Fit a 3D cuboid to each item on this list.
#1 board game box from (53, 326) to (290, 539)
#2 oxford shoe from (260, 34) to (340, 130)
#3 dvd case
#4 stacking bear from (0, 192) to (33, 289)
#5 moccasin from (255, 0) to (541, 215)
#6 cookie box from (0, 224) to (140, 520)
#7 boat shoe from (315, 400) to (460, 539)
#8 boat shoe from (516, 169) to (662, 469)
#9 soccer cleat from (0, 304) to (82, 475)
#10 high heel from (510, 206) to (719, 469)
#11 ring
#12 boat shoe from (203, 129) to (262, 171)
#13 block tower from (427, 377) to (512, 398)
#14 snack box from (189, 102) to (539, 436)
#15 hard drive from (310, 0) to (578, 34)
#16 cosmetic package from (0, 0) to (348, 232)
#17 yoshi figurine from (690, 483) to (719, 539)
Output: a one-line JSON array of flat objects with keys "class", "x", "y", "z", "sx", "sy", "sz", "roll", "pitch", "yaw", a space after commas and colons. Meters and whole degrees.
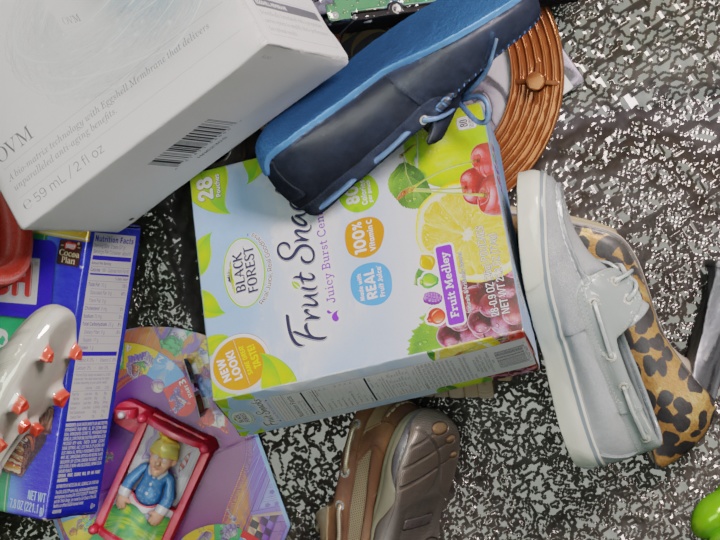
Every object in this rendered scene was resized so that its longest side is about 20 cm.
[{"class": "board game box", "x": -0.145, "y": 0.140, "z": 1.511, "sx": 0.158, "sy": 0.039, "sz": 0.200, "roll": -20, "pitch": 88, "yaw": 8}, {"class": "oxford shoe", "x": -0.056, "y": -0.190, "z": 1.449, "sx": 0.071, "sy": 0.074, "sz": 0.200, "roll": -6, "pitch": 70, "yaw": 31}, {"class": "dvd case", "x": 0.027, "y": -0.130, "z": 1.493, "sx": 0.200, "sy": 0.016, "sz": 0.149, "roll": -35, "pitch": 86, "yaw": 7}, {"class": "stacking bear", "x": -0.314, "y": 0.015, "z": 1.424, "sx": 0.200, "sy": 0.121, "sz": 0.114, "roll": -37, "pitch": 68, "yaw": 27}, {"class": "moccasin", "x": 0.029, "y": -0.109, "z": 1.382, "sx": 0.200, "sy": 0.080, "sz": 0.068, "roll": -32, "pitch": 114, "yaw": 9}, {"class": "cookie box", "x": -0.252, "y": 0.053, "z": 1.492, "sx": 0.171, "sy": 0.075, "sz": 0.200, "roll": 9, "pitch": 92, "yaw": 21}, {"class": "boat shoe", "x": 0.008, "y": 0.176, "z": 1.483, "sx": 0.072, "sy": 0.076, "sz": 0.200, "roll": 25, "pitch": 105, "yaw": 37}, {"class": "boat shoe", "x": 0.147, "y": 0.027, "z": 1.396, "sx": 0.071, "sy": 0.070, "sz": 0.201, "roll": -12, "pitch": 107, "yaw": 12}, {"class": "soccer cleat", "x": -0.249, "y": 0.100, "z": 1.416, "sx": 0.078, "sy": 0.069, "sz": 0.200, "roll": 34, "pitch": 103, "yaw": 19}, {"class": "high heel", "x": 0.144, "y": 0.041, "z": 1.452, "sx": 0.200, "sy": 0.071, "sz": 0.143, "roll": 17, "pitch": 90, "yaw": 0}, {"class": "ring", "x": 0.035, "y": -0.129, "z": 1.475, "sx": 0.200, "sy": 0.019, "sz": 0.201, "roll": 0, "pitch": 92, "yaw": 8}, {"class": "boat shoe", "x": -0.136, "y": -0.135, "z": 1.479, "sx": 0.200, "sy": 0.073, "sz": 0.075, "roll": 40, "pitch": 97, "yaw": 15}, {"class": "block tower", "x": 0.000, "y": 0.046, "z": 1.467, "sx": 0.200, "sy": 0.054, "sz": 0.058, "roll": -1, "pitch": 129, "yaw": 12}, {"class": "snack box", "x": 0.000, "y": 0.000, "z": 1.408, "sx": 0.200, "sy": 0.068, "sz": 0.169, "roll": -15, "pitch": 61, "yaw": 9}, {"class": "hard drive", "x": 0.043, "y": -0.230, "z": 1.429, "sx": 0.200, "sy": 0.038, "sz": 0.140, "roll": -11, "pitch": 82, "yaw": -21}, {"class": "cosmetic package", "x": -0.153, "y": -0.159, "z": 1.360, "sx": 0.199, "sy": 0.123, "sz": 0.200, "roll": -35, "pitch": 76, "yaw": 20}, {"class": "yoshi figurine", "x": 0.300, "y": 0.126, "z": 1.437, "sx": 0.200, "sy": 0.112, "sz": 0.112, "roll": -30, "pitch": 128, "yaw": -6}]
